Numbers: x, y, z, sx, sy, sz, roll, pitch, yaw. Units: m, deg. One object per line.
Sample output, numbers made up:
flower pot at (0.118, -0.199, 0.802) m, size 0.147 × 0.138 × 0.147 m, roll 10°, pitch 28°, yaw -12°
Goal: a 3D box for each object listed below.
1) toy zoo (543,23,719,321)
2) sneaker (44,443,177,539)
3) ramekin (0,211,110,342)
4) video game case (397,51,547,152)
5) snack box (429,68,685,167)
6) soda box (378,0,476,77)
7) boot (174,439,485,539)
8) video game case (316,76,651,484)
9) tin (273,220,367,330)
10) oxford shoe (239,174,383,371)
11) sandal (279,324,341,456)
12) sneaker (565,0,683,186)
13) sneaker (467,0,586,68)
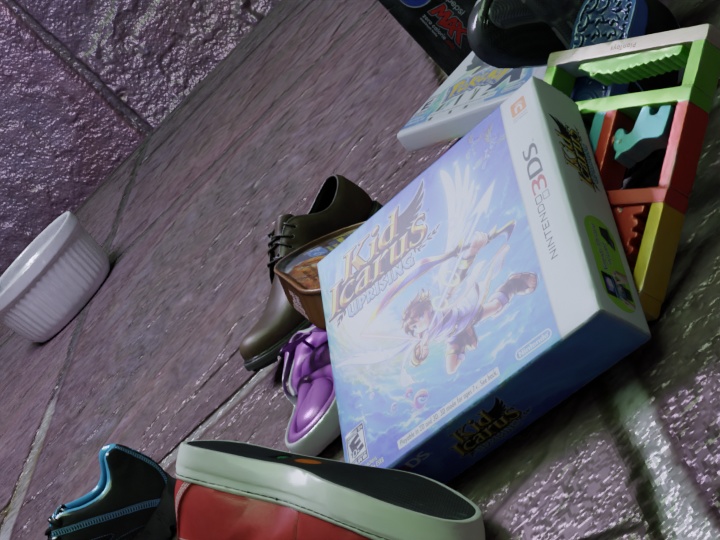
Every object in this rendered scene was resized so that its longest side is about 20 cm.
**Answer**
toy zoo at (0.135, -0.040, 0.844) m, size 0.131 × 0.020 × 0.201 m, roll -2°, pitch 67°, yaw 54°
sneaker at (-0.222, 0.226, 1.129) m, size 0.200 × 0.082 × 0.073 m, roll -54°, pitch 19°, yaw -19°
ramekin at (-0.473, 0.016, 2.234) m, size 0.200 × 0.105 × 0.200 m, roll -42°, pitch 17°, yaw 16°
video game case at (0.133, -0.170, 1.093) m, size 0.182 × 0.022 × 0.200 m, roll -49°, pitch 17°, yaw -23°
snack box at (0.130, -0.098, 1.055) m, size 0.200 × 0.053 × 0.142 m, roll -45°, pitch 17°, yaw -2°
soda box at (0.067, -0.221, 1.245) m, size 0.063 × 0.200 × 0.071 m, roll -42°, pitch 17°, yaw 10°
boot at (-0.024, 0.177, 0.791) m, size 0.199 × 0.072 × 0.145 m, roll 5°, pitch 90°, yaw 37°
video game case at (0.060, 0.015, 0.848) m, size 0.200 × 0.045 × 0.182 m, roll -40°, pitch 39°, yaw 30°
tin at (0.000, 0.000, 1.118) m, size 0.112 × 0.042 × 0.200 m, roll -27°, pitch 13°, yaw -8°
oxford shoe at (-0.056, -0.001, 1.250) m, size 0.073 × 0.084 × 0.200 m, roll -21°, pitch 32°, yaw 53°
sandal at (-0.033, 0.068, 1.082) m, size 0.082 × 0.050 × 0.203 m, roll -43°, pitch 16°, yaw 11°
sneaker at (0.157, -0.079, 0.932) m, size 0.070 × 0.078 × 0.201 m, roll 19°, pitch 87°, yaw 52°
sneaker at (0.114, -0.176, 1.011) m, size 0.200 × 0.075 × 0.115 m, roll -42°, pitch 8°, yaw -39°
